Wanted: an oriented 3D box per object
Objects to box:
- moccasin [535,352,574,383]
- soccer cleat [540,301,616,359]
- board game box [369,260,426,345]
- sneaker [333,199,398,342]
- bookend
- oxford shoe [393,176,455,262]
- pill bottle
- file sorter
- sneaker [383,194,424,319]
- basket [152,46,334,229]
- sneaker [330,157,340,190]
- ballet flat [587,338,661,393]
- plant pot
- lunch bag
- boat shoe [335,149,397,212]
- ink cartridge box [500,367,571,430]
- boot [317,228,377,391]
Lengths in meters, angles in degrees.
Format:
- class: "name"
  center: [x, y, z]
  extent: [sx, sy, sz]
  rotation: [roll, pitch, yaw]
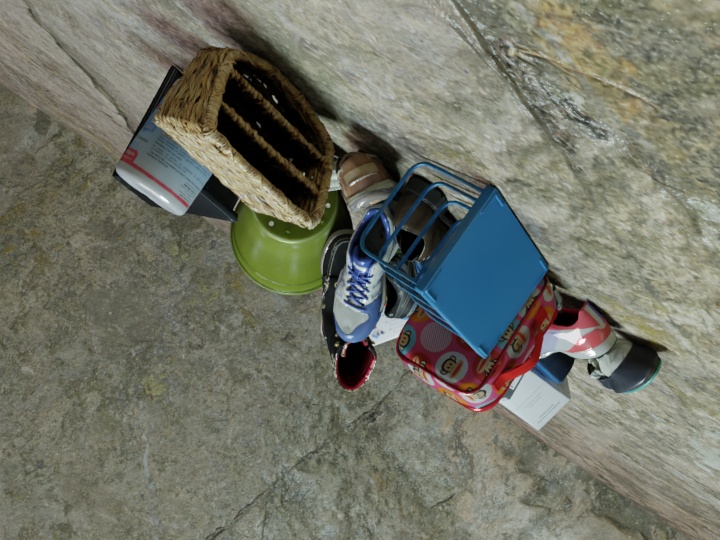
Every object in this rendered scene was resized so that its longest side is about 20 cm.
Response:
- class: "moccasin"
  center: [0.257, 0.092, 1.465]
  extent: [0.200, 0.068, 0.080]
  rotation: [42, 177, -39]
- class: "soccer cleat"
  center: [0.250, 0.081, 1.314]
  extent: [0.199, 0.068, 0.074]
  rotation: [-9, 121, 52]
- class: "board game box"
  center: [0.048, 0.034, 1.461]
  extent: [0.199, 0.034, 0.127]
  rotation: [-23, 92, 41]
- class: "sneaker"
  center: [0.000, 0.000, 1.293]
  extent: [0.075, 0.202, 0.088]
  rotation: [18, -172, 16]
- class: "bookend"
  center: [-0.234, -0.190, 1.436]
  extent: [0.199, 0.200, 0.092]
  rotation: [13, 161, 39]
- class: "oxford shoe"
  center: [0.080, -0.047, 1.282]
  extent: [0.072, 0.085, 0.200]
  rotation: [28, 172, 27]
- class: "pill bottle"
  center: [-0.225, -0.183, 1.288]
  extent: [0.108, 0.201, 0.109]
  rotation: [33, 172, 5]
- class: "file sorter"
  center: [0.111, -0.015, 1.154]
  extent: [0.122, 0.139, 0.200]
  rotation: [33, 173, 38]
- class: "sneaker"
  center: [0.040, -0.026, 1.359]
  extent: [0.071, 0.082, 0.202]
  rotation: [-172, 66, -73]
- class: "basket"
  center: [-0.112, -0.165, 1.144]
  extent: [0.200, 0.143, 0.148]
  rotation: [42, 167, -36]
- class: "sneaker"
  center: [-0.096, -0.165, 1.347]
  extent: [0.197, 0.085, 0.075]
  rotation: [7, 157, -4]
- class: "ballet flat"
  center: [0.342, 0.126, 1.304]
  extent: [0.073, 0.073, 0.200]
  rotation: [33, 175, 6]
- class: "plant pot"
  center: [-0.101, -0.082, 1.472]
  extent: [0.199, 0.201, 0.193]
  rotation: [33, 166, 3]
- class: "lunch bag"
  center: [0.160, 0.073, 1.253]
  extent: [0.175, 0.201, 0.082]
  rotation: [28, 166, 39]
- class: "boat shoe"
  center: [0.004, -0.120, 1.242]
  extent: [0.072, 0.075, 0.200]
  rotation: [64, 178, -5]
- class: "ink cartridge box"
  center: [0.235, 0.142, 1.584]
  extent: [0.199, 0.084, 0.145]
  rotation: [36, -157, -10]
- class: "boot"
  center: [-0.017, 0.059, 1.400]
  extent: [0.072, 0.202, 0.151]
  rotation: [2, -145, -15]
